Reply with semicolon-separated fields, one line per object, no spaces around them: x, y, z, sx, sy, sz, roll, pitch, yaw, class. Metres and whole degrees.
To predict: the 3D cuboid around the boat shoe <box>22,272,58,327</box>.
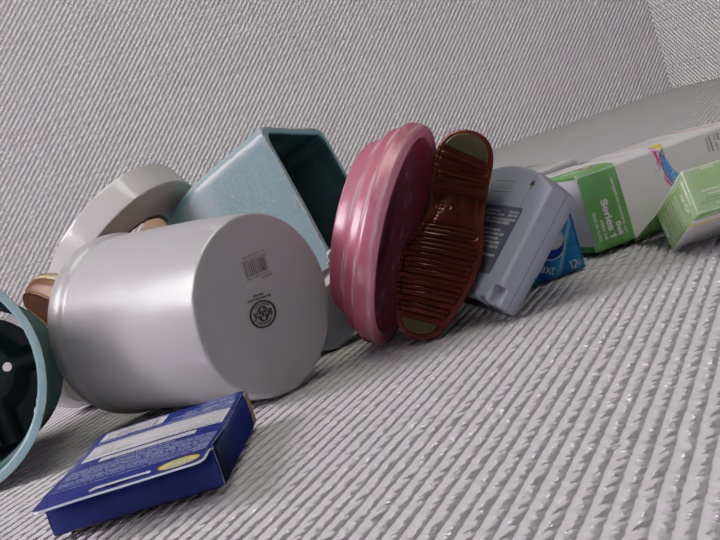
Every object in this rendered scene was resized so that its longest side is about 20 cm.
-0.270;0.067;1.287;0.199;0.072;0.068;28;52;21;boat shoe

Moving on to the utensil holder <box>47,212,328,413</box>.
-0.151;0.040;1.132;0.199;0.171;0.170;-7;12;43;utensil holder

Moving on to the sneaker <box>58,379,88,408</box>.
-0.244;0.087;1.359;0.099;0.075;0.200;-13;8;44;sneaker

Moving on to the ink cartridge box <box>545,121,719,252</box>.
0.294;-0.087;1.352;0.199;0.084;0.145;-19;5;-15;ink cartridge box

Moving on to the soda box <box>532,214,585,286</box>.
0.145;-0.023;1.307;0.068;0.064;0.200;-20;6;-20;soda box

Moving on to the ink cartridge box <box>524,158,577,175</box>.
0.149;-0.061;1.514;0.199;0.084;0.146;-20;7;-20;ink cartridge box

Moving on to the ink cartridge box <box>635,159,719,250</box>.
0.345;-0.060;1.179;0.145;0.048;0.200;-18;-17;-5;ink cartridge box

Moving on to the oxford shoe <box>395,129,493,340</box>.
0.081;-0.024;1.159;0.070;0.201;0.075;17;-18;9;oxford shoe

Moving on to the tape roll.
-0.265;-0.029;1.436;0.203;0.037;0.203;-46;-18;-20;tape roll

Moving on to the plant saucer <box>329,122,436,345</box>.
0.019;-0.036;1.149;0.051;0.202;0.200;12;16;15;plant saucer

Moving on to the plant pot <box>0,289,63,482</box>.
-0.360;0.098;1.146;0.199;0.201;0.196;-18;-1;-2;plant pot

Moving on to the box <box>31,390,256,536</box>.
-0.145;0.135;0.890;0.121;0.033;0.200;-17;5;5;box

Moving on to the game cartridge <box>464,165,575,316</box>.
0.124;-0.032;1.177;0.134;0.041;0.200;-58;17;-4;game cartridge

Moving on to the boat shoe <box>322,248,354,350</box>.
0.002;0.002;1.267;0.200;0.074;0.068;-52;22;-20;boat shoe

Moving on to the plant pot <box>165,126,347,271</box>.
-0.109;-0.027;1.457;0.199;0.196;0.196;-31;-5;19;plant pot
